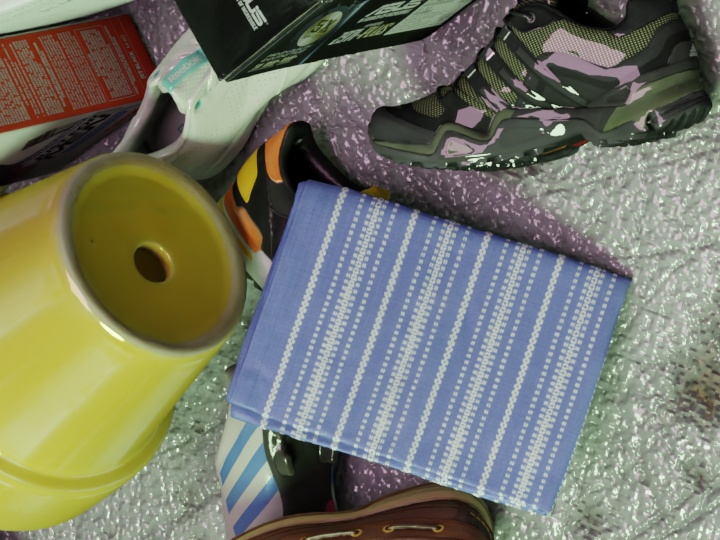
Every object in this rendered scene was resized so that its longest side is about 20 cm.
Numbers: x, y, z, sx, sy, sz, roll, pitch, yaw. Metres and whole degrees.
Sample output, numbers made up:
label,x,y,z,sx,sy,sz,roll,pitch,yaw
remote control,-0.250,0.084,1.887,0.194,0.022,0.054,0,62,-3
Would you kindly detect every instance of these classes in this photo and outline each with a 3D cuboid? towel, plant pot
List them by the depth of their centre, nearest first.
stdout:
label,x,y,z,sx,sy,sz,roll,pitch,yaw
towel,0.036,0.043,1.561,0.200,0.024,0.145,18,86,10
plant pot,-0.170,0.029,1.626,0.189,0.201,0.201,-33,81,44

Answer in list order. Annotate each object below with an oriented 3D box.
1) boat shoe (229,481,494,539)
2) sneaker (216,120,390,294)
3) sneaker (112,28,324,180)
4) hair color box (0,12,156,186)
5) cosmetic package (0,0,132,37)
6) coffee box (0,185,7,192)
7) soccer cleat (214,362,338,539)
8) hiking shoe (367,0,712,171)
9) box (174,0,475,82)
label,x,y,z,sx,sy,sz,roll,pitch,yaw
boat shoe,-0.018,0.180,1.602,0.200,0.068,0.072,-19,107,5
sneaker,0.000,0.000,1.603,0.200,0.070,0.090,46,124,19
sneaker,-0.079,-0.124,1.618,0.075,0.088,0.200,45,120,19
hair color box,-0.220,-0.091,1.650,0.111,0.200,0.064,-30,83,35
cosmetic package,-0.212,-0.200,1.622,0.199,0.200,0.123,-15,94,35
coffee box,-0.307,-0.034,1.721,0.123,0.200,0.044,-38,82,32
soccer cleat,-0.051,0.147,1.680,0.086,0.070,0.200,25,117,52
hiking shoe,0.094,-0.110,1.526,0.200,0.076,0.101,-9,87,25
box,-0.028,-0.203,1.500,0.086,0.200,0.164,-35,79,35
